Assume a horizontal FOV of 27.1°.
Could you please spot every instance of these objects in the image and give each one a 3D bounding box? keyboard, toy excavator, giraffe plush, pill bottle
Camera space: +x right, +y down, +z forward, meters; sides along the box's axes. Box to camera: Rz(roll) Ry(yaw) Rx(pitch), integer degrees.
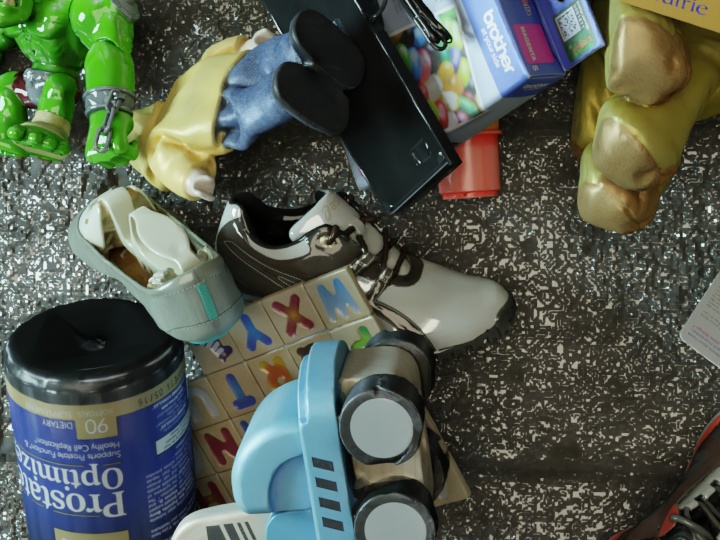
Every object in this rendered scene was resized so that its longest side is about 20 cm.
[{"bbox_3d":[0.004,-0.144,0.903,0.201,0.021,0.127,60,140,9],"label":"keyboard"},{"bbox_3d":[-0.048,0.139,0.891,0.198,0.100,0.196,-4,108,10],"label":"toy excavator"},{"bbox_3d":[0.219,-0.125,0.899,0.161,0.173,0.201,5,57,0],"label":"giraffe plush"},{"bbox_3d":[-0.160,0.129,0.953,0.111,0.112,0.201,3,116,10],"label":"pill bottle"}]

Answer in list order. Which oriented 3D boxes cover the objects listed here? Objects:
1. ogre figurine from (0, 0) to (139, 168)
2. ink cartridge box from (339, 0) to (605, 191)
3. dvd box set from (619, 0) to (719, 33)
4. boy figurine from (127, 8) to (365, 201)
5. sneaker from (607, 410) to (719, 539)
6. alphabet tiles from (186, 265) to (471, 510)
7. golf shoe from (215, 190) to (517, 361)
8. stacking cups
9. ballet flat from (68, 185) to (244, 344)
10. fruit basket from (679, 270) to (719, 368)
[{"bbox_3d":[-0.214,-0.135,0.989,0.098,0.199,0.121,19,82,-33],"label":"ogre figurine"},{"bbox_3d":[0.049,-0.141,0.908,0.200,0.042,0.120,-30,76,45],"label":"ink cartridge box"},{"bbox_3d":[0.145,-0.218,0.828,0.199,0.029,0.147,21,65,12],"label":"dvd box set"},{"bbox_3d":[-0.089,-0.092,0.937,0.199,0.064,0.125,-20,45,46],"label":"boy figurine"},{"bbox_3d":[0.218,0.155,0.923,0.077,0.082,0.200,41,98,7],"label":"sneaker"},{"bbox_3d":[-0.049,0.099,0.961,0.199,0.008,0.168,-21,106,30],"label":"alphabet tiles"},{"bbox_3d":[0.000,0.000,0.943,0.198,0.078,0.095,6,120,9],"label":"golf shoe"},{"bbox_3d":[0.067,-0.147,0.956,0.060,0.060,0.202,-6,91,10],"label":"stacking cups"},{"bbox_3d":[-0.136,-0.021,0.945,0.067,0.200,0.064,-32,128,-18],"label":"ballet flat"},{"bbox_3d":[0.290,0.041,0.860,0.185,0.094,0.200,37,53,7],"label":"fruit basket"}]
